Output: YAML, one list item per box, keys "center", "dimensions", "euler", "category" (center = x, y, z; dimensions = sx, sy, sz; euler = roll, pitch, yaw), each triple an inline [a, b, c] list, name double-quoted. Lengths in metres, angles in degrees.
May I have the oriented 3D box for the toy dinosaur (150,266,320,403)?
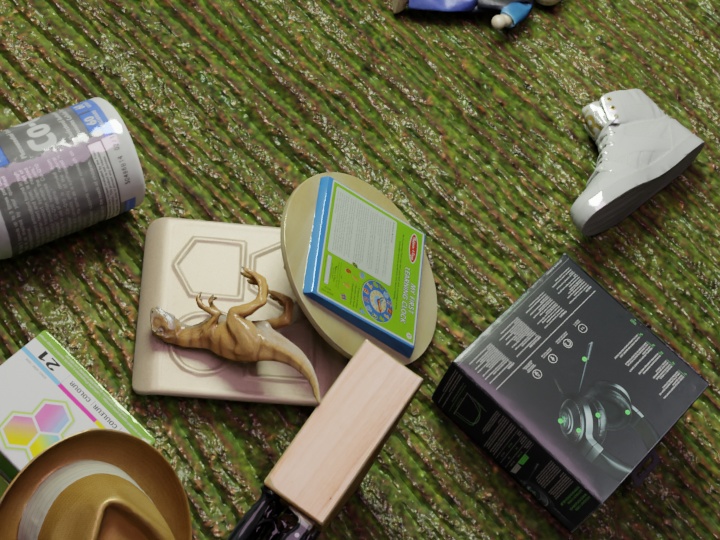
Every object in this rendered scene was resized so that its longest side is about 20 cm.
- center: [-0.095, 0.061, 1.233]
  dimensions: [0.199, 0.060, 0.106]
  euler: [13, 64, 25]
  category: "toy dinosaur"

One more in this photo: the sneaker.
- center: [0.262, -0.120, 1.432]
  dimensions: [0.200, 0.074, 0.116]
  euler: [-33, 71, -34]
  category: "sneaker"

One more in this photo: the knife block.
- center: [-0.040, 0.177, 1.159]
  dimensions: [0.064, 0.200, 0.176]
  euler: [34, 32, 8]
  category: "knife block"

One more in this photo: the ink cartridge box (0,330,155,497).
- center: [-0.297, 0.175, 1.161]
  dimensions: [0.148, 0.076, 0.200]
  euler: [42, 62, 12]
  category: "ink cartridge box"

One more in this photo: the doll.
- center: [0.135, -0.326, 1.525]
  dimensions: [0.199, 0.049, 0.137]
  euler: [1, 63, -10]
  category: "doll"

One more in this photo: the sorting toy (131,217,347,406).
- center: [-0.112, 0.041, 1.296]
  dimensions: [0.199, 0.037, 0.186]
  euler: [3, 62, -4]
  category: "sorting toy"

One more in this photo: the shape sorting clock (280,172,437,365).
- center: [0.000, 0.000, 1.290]
  dimensions: [0.200, 0.039, 0.201]
  euler: [23, 51, -32]
  category: "shape sorting clock"

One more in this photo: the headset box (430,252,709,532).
- center: [0.202, 0.118, 1.277]
  dimensions: [0.200, 0.093, 0.174]
  euler: [42, 63, 12]
  category: "headset box"

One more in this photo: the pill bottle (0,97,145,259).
- center: [-0.314, -0.079, 1.271]
  dimensions: [0.199, 0.114, 0.114]
  euler: [-24, 69, -22]
  category: "pill bottle"

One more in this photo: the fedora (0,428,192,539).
- center: [-0.204, 0.231, 1.093]
  dimensions: [0.200, 0.082, 0.202]
  euler: [-5, 98, -36]
  category: "fedora"
